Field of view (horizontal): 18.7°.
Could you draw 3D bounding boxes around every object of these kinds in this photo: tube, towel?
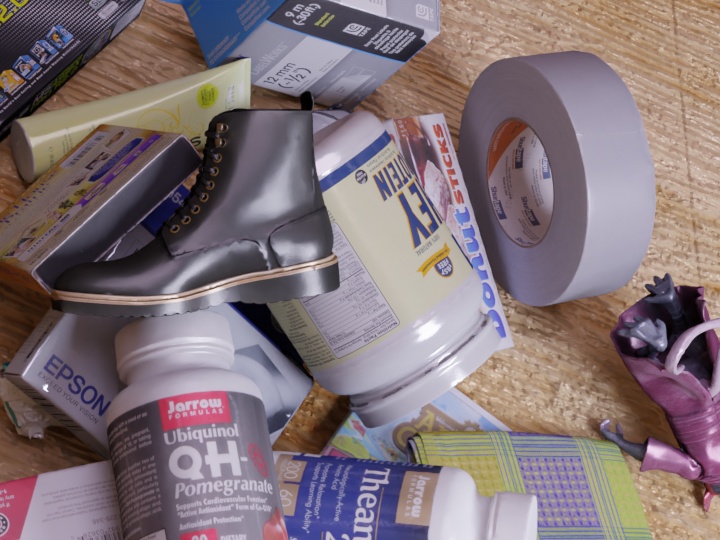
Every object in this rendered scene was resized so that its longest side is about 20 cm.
[{"bbox_3d":[-0.175,-0.116,1.730,0.200,0.058,0.052,-15,78,-26],"label":"tube"},{"bbox_3d":[0.131,0.188,1.676,0.200,0.023,0.144,2,56,-28],"label":"towel"}]

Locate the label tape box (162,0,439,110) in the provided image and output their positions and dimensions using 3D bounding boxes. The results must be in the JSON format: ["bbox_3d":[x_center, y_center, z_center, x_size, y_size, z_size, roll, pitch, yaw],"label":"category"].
[{"bbox_3d":[-0.057,-0.206,1.753,0.200,0.143,0.066,12,61,-30],"label":"label tape box"}]

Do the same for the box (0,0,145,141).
[{"bbox_3d":[-0.290,-0.212,1.746,0.160,0.044,0.200,41,57,2],"label":"box"}]

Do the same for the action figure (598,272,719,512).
[{"bbox_3d":[0.276,0.105,1.739,0.134,0.149,0.200,-31,110,-23],"label":"action figure"}]

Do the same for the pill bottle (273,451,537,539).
[{"bbox_3d":[0.023,0.192,1.562,0.199,0.111,0.111,4,59,10],"label":"pill bottle"}]

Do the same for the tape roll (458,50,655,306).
[{"bbox_3d":[0.155,-0.075,1.755,0.066,0.200,0.201,-10,67,-27],"label":"tape roll"}]

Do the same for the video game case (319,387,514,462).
[{"bbox_3d":[0.062,0.182,1.688,0.200,0.022,0.182,37,56,0],"label":"video game case"}]

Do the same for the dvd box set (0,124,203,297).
[{"bbox_3d":[-0.204,-0.046,1.584,0.146,0.200,0.029,-44,110,-14],"label":"dvd box set"}]

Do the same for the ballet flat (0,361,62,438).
[{"bbox_3d":[-0.180,0.076,1.633,0.200,0.072,0.072,-18,71,-30],"label":"ballet flat"}]

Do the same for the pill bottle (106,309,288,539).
[{"bbox_3d":[-0.114,0.133,1.492,0.110,0.111,0.200,-3,67,-23],"label":"pill bottle"}]

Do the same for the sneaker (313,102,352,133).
[{"bbox_3d":[0.006,-0.048,1.757,0.140,0.078,0.200,-20,81,-37],"label":"sneaker"}]

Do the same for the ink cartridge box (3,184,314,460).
[{"bbox_3d":[-0.129,0.057,1.597,0.200,0.041,0.200,43,68,-25],"label":"ink cartridge box"}]

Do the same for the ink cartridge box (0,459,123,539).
[{"bbox_3d":[-0.209,0.245,1.511,0.147,0.086,0.200,-8,68,-26],"label":"ink cartridge box"}]

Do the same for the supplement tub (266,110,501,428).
[{"bbox_3d":[0.000,0.000,1.610,0.145,0.145,0.200,-38,99,-33],"label":"supplement tub"}]

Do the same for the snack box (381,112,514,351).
[{"bbox_3d":[0.067,-0.027,1.756,0.072,0.024,0.200,-11,83,-52],"label":"snack box"}]

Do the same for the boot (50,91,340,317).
[{"bbox_3d":[-0.117,-0.044,1.487,0.200,0.077,0.139,-9,99,-23],"label":"boot"}]
